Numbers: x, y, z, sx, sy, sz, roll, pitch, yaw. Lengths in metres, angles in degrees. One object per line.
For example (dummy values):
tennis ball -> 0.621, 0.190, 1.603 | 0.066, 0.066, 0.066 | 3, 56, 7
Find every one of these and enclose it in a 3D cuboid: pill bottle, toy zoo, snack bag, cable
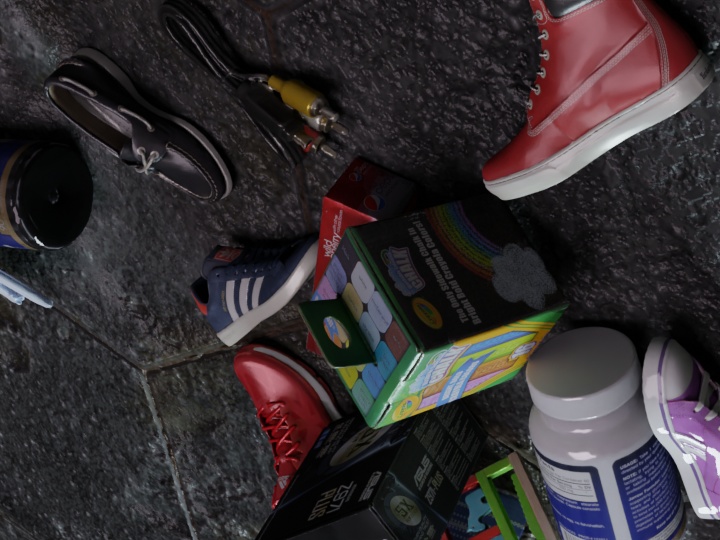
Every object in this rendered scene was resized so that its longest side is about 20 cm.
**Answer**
pill bottle -> -0.384, -0.082, 1.366 | 0.198, 0.112, 0.113 | 5, 129, 34
toy zoo -> 0.094, 0.279, 1.266 | 0.199, 0.020, 0.132 | -29, 66, 13
snack bag -> -0.445, -0.013, 1.446 | 0.188, 0.022, 0.199 | 37, 167, -36
pill bottle -> 0.210, 0.156, 1.127 | 0.115, 0.116, 0.201 | 4, 128, 34
cable -> -0.094, -0.164, 1.144 | 0.200, 0.050, 0.097 | 43, 159, 15

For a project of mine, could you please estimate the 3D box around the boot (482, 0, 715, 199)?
boot -> 0.136, -0.147, 0.948 | 0.144, 0.073, 0.199 | 48, 131, -10

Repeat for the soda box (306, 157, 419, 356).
soda box -> 0.000, 0.000, 1.185 | 0.070, 0.064, 0.201 | 24, 137, 14

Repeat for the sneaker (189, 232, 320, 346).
sneaker -> -0.104, 0.002, 1.260 | 0.085, 0.075, 0.200 | 49, 136, -4

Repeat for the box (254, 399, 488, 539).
box -> 0.010, 0.212, 1.244 | 0.163, 0.200, 0.086 | -27, 107, 36

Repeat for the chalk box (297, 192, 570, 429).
chalk box -> 0.042, 0.036, 1.057 | 0.125, 0.198, 0.124 | 60, 147, 24

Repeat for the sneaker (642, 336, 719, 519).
sneaker -> 0.308, 0.126, 1.068 | 0.113, 0.073, 0.201 | -6, 132, 36

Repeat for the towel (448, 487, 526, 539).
towel -> 0.073, 0.301, 1.308 | 0.144, 0.201, 0.024 | 16, 159, 23

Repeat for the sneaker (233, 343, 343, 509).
sneaker -> -0.074, 0.176, 1.360 | 0.200, 0.116, 0.078 | 43, 139, -6

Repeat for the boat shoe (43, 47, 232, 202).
boat shoe -> -0.210, -0.127, 1.232 | 0.200, 0.060, 0.074 | 42, 139, -3
